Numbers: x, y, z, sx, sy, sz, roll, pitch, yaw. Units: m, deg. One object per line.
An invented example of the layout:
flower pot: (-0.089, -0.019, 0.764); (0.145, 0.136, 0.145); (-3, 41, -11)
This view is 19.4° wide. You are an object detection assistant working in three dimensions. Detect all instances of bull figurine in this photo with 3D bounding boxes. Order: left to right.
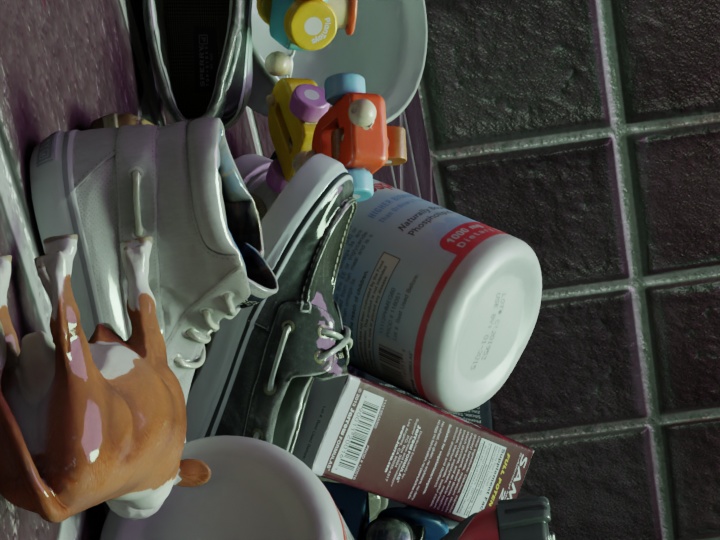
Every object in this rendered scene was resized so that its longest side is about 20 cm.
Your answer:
bull figurine: (-0.111, 0.050, 0.876); (0.200, 0.065, 0.122); (10, 68, -86)

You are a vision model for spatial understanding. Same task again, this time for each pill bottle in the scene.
pill bottle: (-0.051, 0.165, 1.036); (0.200, 0.116, 0.116); (70, 14, -64)
pill bottle: (0.000, 0.000, 1.268); (0.109, 0.200, 0.109); (-38, 140, -40)

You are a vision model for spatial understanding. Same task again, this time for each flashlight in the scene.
flashlight: (0.014, 0.174, 1.212); (0.068, 0.200, 0.068); (68, 15, -64)

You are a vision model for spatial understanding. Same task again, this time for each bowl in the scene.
bowl: (-0.054, -0.175, 1.361); (0.201, 0.090, 0.201); (23, 58, -44)

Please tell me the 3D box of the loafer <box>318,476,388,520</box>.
loafer: (-0.043, 0.093, 1.377); (0.200, 0.072, 0.063); (60, 5, -41)

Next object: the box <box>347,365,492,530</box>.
box: (0.031, 0.149, 1.614); (0.148, 0.104, 0.200); (113, -19, -47)

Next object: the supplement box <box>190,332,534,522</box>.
supplement box: (0.002, 0.095, 1.239); (0.200, 0.109, 0.061); (26, 85, -51)

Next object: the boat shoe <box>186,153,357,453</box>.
boat shoe: (-0.037, 0.040, 1.113); (0.200, 0.071, 0.072); (-68, 165, 9)

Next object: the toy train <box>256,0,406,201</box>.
toy train: (-0.011, -0.120, 1.204); (0.150, 0.056, 0.200); (136, -47, -60)

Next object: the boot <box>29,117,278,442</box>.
boot: (-0.085, 0.023, 0.986); (0.074, 0.095, 0.200); (-87, 168, -58)

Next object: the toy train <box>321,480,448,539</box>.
toy train: (-0.005, 0.199, 1.335); (0.200, 0.114, 0.087); (86, 14, -62)

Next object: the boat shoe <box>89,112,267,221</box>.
boat shoe: (-0.087, -0.029, 1.115); (0.200, 0.076, 0.072); (67, 17, -67)

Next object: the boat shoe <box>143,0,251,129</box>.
boat shoe: (-0.090, -0.177, 1.211); (0.071, 0.072, 0.200); (-79, 163, -82)

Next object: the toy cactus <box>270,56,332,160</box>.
toy cactus: (-0.035, -0.064, 1.447); (0.200, 0.102, 0.165); (-66, 164, -78)
